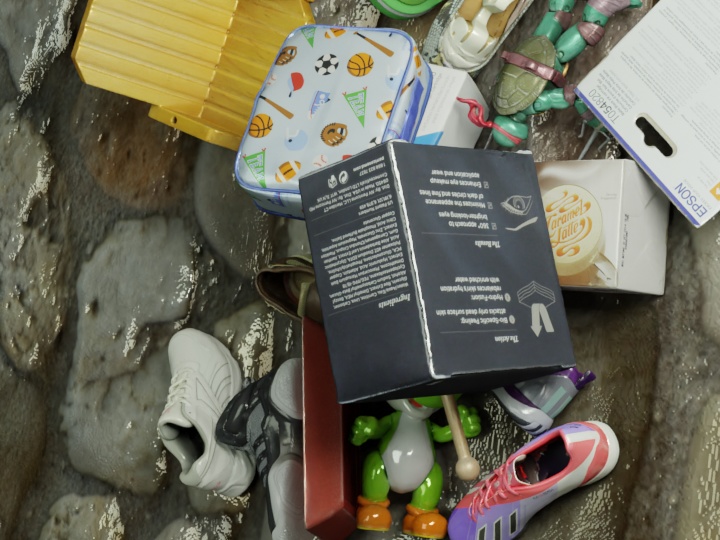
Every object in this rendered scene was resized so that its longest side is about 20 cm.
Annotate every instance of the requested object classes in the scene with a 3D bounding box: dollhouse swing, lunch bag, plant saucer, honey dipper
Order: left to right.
[{"bbox_3d":[-0.186,-0.255,1.824,0.182,0.176,0.200,26,98,43],"label":"dollhouse swing"},{"bbox_3d":[-0.025,0.159,1.601,0.037,0.200,0.200,-3,75,6],"label":"plant saucer"},{"bbox_3d":[-0.021,-0.132,1.538,0.160,0.076,0.200,9,68,23],"label":"lunch bag"},{"bbox_3d":[0.073,0.096,1.514,0.038,0.038,0.200,-19,83,40],"label":"honey dipper"}]

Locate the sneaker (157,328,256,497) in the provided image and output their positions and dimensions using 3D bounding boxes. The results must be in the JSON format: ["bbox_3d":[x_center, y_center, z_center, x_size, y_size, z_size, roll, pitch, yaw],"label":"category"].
[{"bbox_3d":[-0.179,0.147,1.786,0.078,0.099,0.200,-39,57,31],"label":"sneaker"}]

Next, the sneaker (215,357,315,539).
[{"bbox_3d":[-0.092,0.196,1.714,0.114,0.075,0.200,-16,65,41],"label":"sneaker"}]

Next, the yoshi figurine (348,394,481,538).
[{"bbox_3d":[0.054,0.151,1.568,0.112,0.112,0.200,4,82,33],"label":"yoshi figurine"}]

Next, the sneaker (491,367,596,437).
[{"bbox_3d":[0.136,0.061,1.542,0.088,0.074,0.200,-42,59,6],"label":"sneaker"}]

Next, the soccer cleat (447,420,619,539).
[{"bbox_3d":[0.140,0.195,1.492,0.200,0.073,0.068,-38,58,32],"label":"soccer cleat"}]

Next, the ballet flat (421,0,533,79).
[{"bbox_3d":[0.122,-0.251,1.596,0.200,0.072,0.072,-54,50,19],"label":"ballet flat"}]

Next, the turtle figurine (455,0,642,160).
[{"bbox_3d":[0.174,-0.176,1.525,0.150,0.101,0.200,32,96,38],"label":"turtle figurine"}]

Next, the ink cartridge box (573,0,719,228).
[{"bbox_3d":[0.310,-0.161,1.407,0.200,0.041,0.200,-45,54,15],"label":"ink cartridge box"}]

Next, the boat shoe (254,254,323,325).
[{"bbox_3d":[-0.029,0.035,1.603,0.202,0.075,0.075,17,105,48],"label":"boat shoe"}]

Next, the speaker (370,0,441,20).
[{"bbox_3d":[0.077,-0.321,1.609,0.200,0.088,0.089,142,126,-59],"label":"speaker"}]

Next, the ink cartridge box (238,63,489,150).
[{"bbox_3d":[0.003,-0.135,1.623,0.200,0.086,0.147,17,72,27],"label":"ink cartridge box"}]

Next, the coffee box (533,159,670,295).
[{"bbox_3d":[0.175,-0.040,1.499,0.200,0.080,0.115,3,88,44],"label":"coffee box"}]

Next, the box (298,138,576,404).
[{"bbox_3d":[0.066,0.003,1.408,0.117,0.196,0.200,-19,77,41],"label":"box"}]
